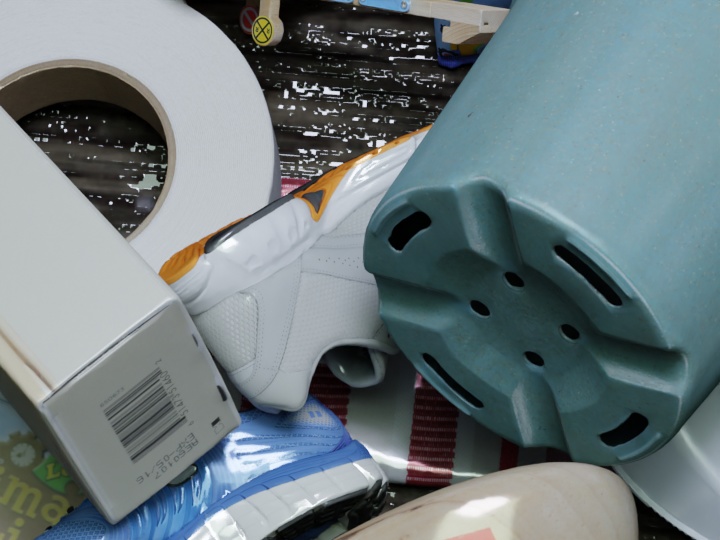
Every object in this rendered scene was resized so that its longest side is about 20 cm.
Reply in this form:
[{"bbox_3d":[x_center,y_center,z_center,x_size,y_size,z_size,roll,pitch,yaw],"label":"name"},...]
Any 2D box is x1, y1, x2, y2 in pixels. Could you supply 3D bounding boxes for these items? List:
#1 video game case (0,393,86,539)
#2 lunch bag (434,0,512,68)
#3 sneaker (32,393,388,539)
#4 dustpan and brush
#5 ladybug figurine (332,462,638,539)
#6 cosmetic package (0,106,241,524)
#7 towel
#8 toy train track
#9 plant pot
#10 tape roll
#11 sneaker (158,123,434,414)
[{"bbox_3d":[-0.163,0.143,1.023,0.199,0.022,0.183,22,66,7],"label":"video game case"},{"bbox_3d":[0.078,-0.223,1.133,0.094,0.151,0.201,-2,66,-4],"label":"lunch bag"},{"bbox_3d":[-0.092,0.108,1.000,0.199,0.079,0.089,-22,58,-20],"label":"sneaker"},{"bbox_3d":[0.129,0.053,1.047,0.199,0.057,0.140,25,51,-20],"label":"dustpan and brush"},{"bbox_3d":[0.028,0.148,0.959,0.200,0.136,0.072,-30,59,18],"label":"ladybug figurine"},{"bbox_3d":[-0.143,0.000,0.973,0.073,0.104,0.200,-38,55,-13],"label":"cosmetic package"},{"bbox_3d":[0.027,0.031,1.085,0.199,0.023,0.145,6,66,1],"label":"towel"},{"bbox_3d":[-0.017,-0.120,1.101,0.199,0.114,0.033,13,103,38],"label":"toy train track"},{"bbox_3d":[0.113,-0.038,0.967,0.200,0.201,0.196,33,55,12],"label":"plant pot"},{"bbox_3d":[-0.136,-0.043,1.090,0.202,0.037,0.204,-2,67,5],"label":"tape roll"},{"bbox_3d":[0.000,0.000,1.039,0.200,0.076,0.092,-30,95,-40],"label":"sneaker"}]
